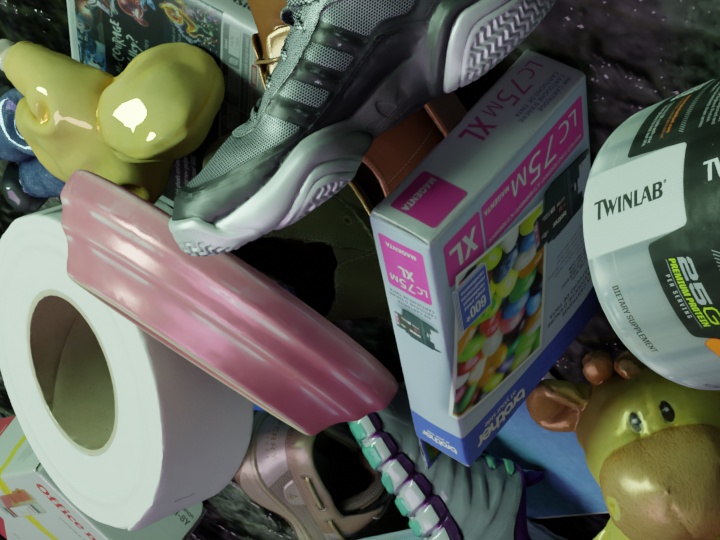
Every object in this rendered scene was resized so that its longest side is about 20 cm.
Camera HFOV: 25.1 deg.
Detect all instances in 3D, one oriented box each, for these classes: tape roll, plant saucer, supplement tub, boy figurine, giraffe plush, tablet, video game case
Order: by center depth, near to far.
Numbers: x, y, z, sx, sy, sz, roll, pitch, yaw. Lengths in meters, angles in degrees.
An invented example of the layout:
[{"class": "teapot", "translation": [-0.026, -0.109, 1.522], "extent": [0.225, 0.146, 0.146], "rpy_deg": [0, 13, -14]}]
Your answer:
[{"class": "supplement tub", "translation": [0.186, -0.028, 0.597], "extent": [0.123, 0.123, 0.199], "rpy_deg": [45, 149, -15]}, {"class": "giraffe plush", "translation": [0.170, 0.117, 0.819], "extent": [0.200, 0.171, 0.163], "rpy_deg": [48, 162, 59]}, {"class": "plant saucer", "translation": [-0.075, 0.024, 0.829], "extent": [0.200, 0.051, 0.201], "rpy_deg": [34, 173, 4]}, {"class": "boy figurine", "translation": [-0.149, -0.082, 0.878], "extent": [0.124, 0.065, 0.199], "rpy_deg": [46, 148, -24]}, {"class": "video game case", "translation": [-0.081, -0.087, 0.890], "extent": [0.181, 0.023, 0.201], "rpy_deg": [29, 150, 11]}, {"class": "tape roll", "translation": [-0.152, 0.055, 1.007], "extent": [0.202, 0.070, 0.205], "rpy_deg": [24, 123, 43]}, {"class": "tablet", "translation": [0.081, 0.109, 1.007], "extent": [0.130, 0.014, 0.199], "rpy_deg": [47, 147, -17]}]

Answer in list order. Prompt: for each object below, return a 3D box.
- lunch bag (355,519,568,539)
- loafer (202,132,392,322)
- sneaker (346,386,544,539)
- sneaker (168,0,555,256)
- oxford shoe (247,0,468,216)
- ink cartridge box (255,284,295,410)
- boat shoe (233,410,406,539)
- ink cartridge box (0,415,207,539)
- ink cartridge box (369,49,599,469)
[{"class": "lunch bag", "translation": [0.068, 0.254, 1.076], "extent": [0.198, 0.128, 0.170], "rpy_deg": [-14, 141, 7]}, {"class": "loafer", "translation": [0.000, 0.000, 0.853], "extent": [0.198, 0.068, 0.076], "rpy_deg": [25, 150, -10]}, {"class": "sneaker", "translation": [0.057, 0.118, 0.986], "extent": [0.201, 0.087, 0.074], "rpy_deg": [59, 176, 1]}, {"class": "sneaker", "translation": [-0.022, -0.101, 0.681], "extent": [0.114, 0.199, 0.076], "rpy_deg": [51, -171, -11]}, {"class": "oxford shoe", "translation": [-0.023, -0.102, 0.743], "extent": [0.201, 0.071, 0.071], "rpy_deg": [52, 167, -9]}, {"class": "ink cartridge box", "translation": [-0.100, 0.049, 1.075], "extent": [0.199, 0.044, 0.094], "rpy_deg": [-2, 134, 47]}, {"class": "boat shoe", "translation": [-0.010, 0.147, 1.070], "extent": [0.064, 0.073, 0.200], "rpy_deg": [-3, 151, 28]}, {"class": "ink cartridge box", "translation": [-0.246, 0.194, 1.388], "extent": [0.145, 0.084, 0.199], "rpy_deg": [46, 148, -17]}, {"class": "ink cartridge box", "translation": [0.066, 0.008, 0.770], "extent": [0.042, 0.119, 0.201], "rpy_deg": [29, 151, 28]}]
